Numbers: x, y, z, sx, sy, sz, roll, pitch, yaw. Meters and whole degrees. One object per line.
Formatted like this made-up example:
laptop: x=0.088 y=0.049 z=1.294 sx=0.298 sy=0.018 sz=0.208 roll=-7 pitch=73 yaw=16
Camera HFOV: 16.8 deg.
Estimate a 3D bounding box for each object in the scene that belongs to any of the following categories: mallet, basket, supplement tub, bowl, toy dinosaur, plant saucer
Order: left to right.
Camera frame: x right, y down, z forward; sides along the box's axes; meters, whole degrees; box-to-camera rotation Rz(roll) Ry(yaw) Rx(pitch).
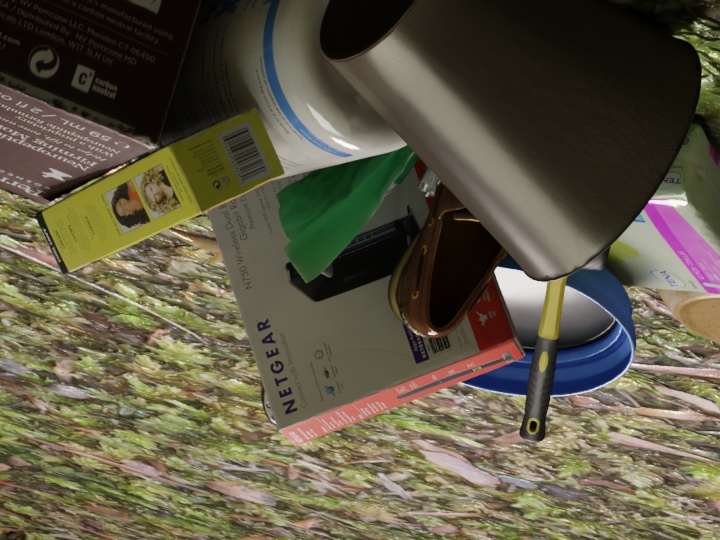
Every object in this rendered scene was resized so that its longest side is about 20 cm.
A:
toy dinosaur: x=-0.089 y=-0.021 z=2.014 sx=0.101 sy=0.058 sz=0.200 roll=-17 pitch=173 yaw=21
supplement tub: x=-0.048 y=-0.128 z=1.597 sx=0.132 sy=0.132 sz=0.200 roll=26 pitch=159 yaw=-33
basket: x=0.084 y=-0.119 z=1.490 sx=0.200 sy=0.181 sz=0.136 roll=34 pitch=172 yaw=-27
bowl: x=0.110 y=0.031 z=1.834 sx=0.200 sy=0.039 sz=0.201 roll=11 pitch=152 yaw=6
mallet: x=0.145 y=0.041 z=1.739 sx=0.066 sy=0.041 sz=0.200 roll=4 pitch=124 yaw=10
plant saucer: x=0.327 y=0.032 z=1.958 sx=0.200 sy=0.036 sz=0.200 roll=13 pitch=162 yaw=4

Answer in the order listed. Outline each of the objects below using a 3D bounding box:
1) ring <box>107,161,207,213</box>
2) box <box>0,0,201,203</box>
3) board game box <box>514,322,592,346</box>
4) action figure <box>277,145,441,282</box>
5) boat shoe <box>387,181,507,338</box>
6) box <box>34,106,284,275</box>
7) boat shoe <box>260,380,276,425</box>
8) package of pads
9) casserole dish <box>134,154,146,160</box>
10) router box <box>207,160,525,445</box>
ring: x=-0.122 y=-0.084 z=1.857 sx=0.200 sy=0.019 sz=0.200 roll=14 pitch=163 yaw=4
box: x=-0.215 y=-0.161 z=1.567 sx=0.166 sy=0.165 sz=0.200 roll=22 pitch=161 yaw=-22
board game box: x=0.098 y=0.013 z=1.976 sx=0.200 sy=0.097 sz=0.159 roll=16 pitch=163 yaw=-4
action figure: x=0.026 y=-0.086 z=1.630 sx=0.055 sy=0.200 sz=0.118 roll=32 pitch=-160 yaw=-32
boat shoe: x=0.083 y=-0.045 z=1.636 sx=0.072 sy=0.200 sz=0.068 roll=23 pitch=-173 yaw=-14
box: x=-0.133 y=-0.050 z=1.584 sx=0.075 sy=0.050 sz=0.200 roll=-27 pitch=-177 yaw=-35
boat shoe: x=-0.049 y=0.033 z=1.991 sx=0.075 sy=0.074 sz=0.200 roll=8 pitch=123 yaw=-5
package of pads: x=0.196 y=-0.045 z=1.766 sx=0.154 sy=0.068 sz=0.200 roll=5 pitch=160 yaw=27
casserole dish: x=-0.101 y=-0.089 z=1.919 sx=0.121 sy=0.039 sz=0.200 roll=28 pitch=158 yaw=-38
router box: x=0.000 y=0.000 z=1.734 sx=0.179 sy=0.200 sz=0.049 roll=-22 pitch=159 yaw=6
